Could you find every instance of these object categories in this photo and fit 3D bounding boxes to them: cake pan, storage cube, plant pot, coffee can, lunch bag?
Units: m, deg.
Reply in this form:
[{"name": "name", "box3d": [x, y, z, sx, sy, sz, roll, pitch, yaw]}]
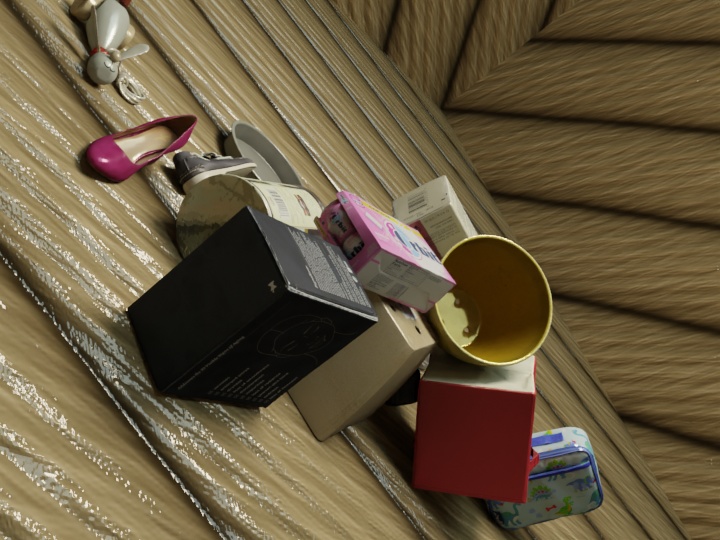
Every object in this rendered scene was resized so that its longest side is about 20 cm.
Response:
[{"name": "cake pan", "box3d": [-0.175, -0.183, 1.584, 0.200, 0.037, 0.200, 46, 19, -22]}, {"name": "storage cube", "box3d": [0.183, 0.233, 1.365, 0.171, 0.200, 0.180, -50, 143, -72]}, {"name": "plant pot", "box3d": [0.175, 0.061, 1.356, 0.200, 0.200, 0.142, 54, -26, 1]}, {"name": "coffee can", "box3d": [-0.148, -0.058, 1.245, 0.147, 0.146, 0.200, 57, 19, 11]}, {"name": "plant pot", "box3d": [-0.007, 0.098, 1.258, 0.200, 0.177, 0.200, 57, 19, 11]}, {"name": "lunch bag", "box3d": [0.307, 0.356, 1.501, 0.083, 0.200, 0.161, -88, 162, -60]}]

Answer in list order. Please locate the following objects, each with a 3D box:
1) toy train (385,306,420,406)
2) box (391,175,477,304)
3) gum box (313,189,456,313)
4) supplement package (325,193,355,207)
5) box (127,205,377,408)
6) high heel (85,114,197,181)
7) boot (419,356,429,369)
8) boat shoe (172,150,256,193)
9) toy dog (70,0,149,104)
[{"name": "toy train", "box3d": [0.056, 0.119, 1.394, 0.114, 0.085, 0.200, -133, -139, -63]}, {"name": "box", "box3d": [0.147, -0.040, 1.506, 0.200, 0.109, 0.128, 58, 14, -24]}, {"name": "gum box", "box3d": [0.031, -0.024, 1.187, 0.200, 0.066, 0.114, 24, 27, -51]}, {"name": "supplement package", "box3d": [0.000, 0.000, 1.489, 0.200, 0.111, 0.156, 46, 26, -46]}, {"name": "box", "box3d": [-0.122, 0.052, 1.019, 0.197, 0.200, 0.124, 22, 34, -59]}, {"name": "high heel", "box3d": [-0.295, -0.178, 1.180, 0.067, 0.096, 0.200, 51, 18, -7]}, {"name": "boot", "box3d": [0.154, 0.121, 1.747, 0.074, 0.096, 0.200, 49, 18, -14]}, {"name": "boat shoe", "box3d": [-0.227, -0.166, 1.370, 0.063, 0.073, 0.200, 57, 23, 1]}, {"name": "toy dog", "box3d": [-0.373, -0.364, 1.329, 0.132, 0.096, 0.200, 22, 36, -58]}]
